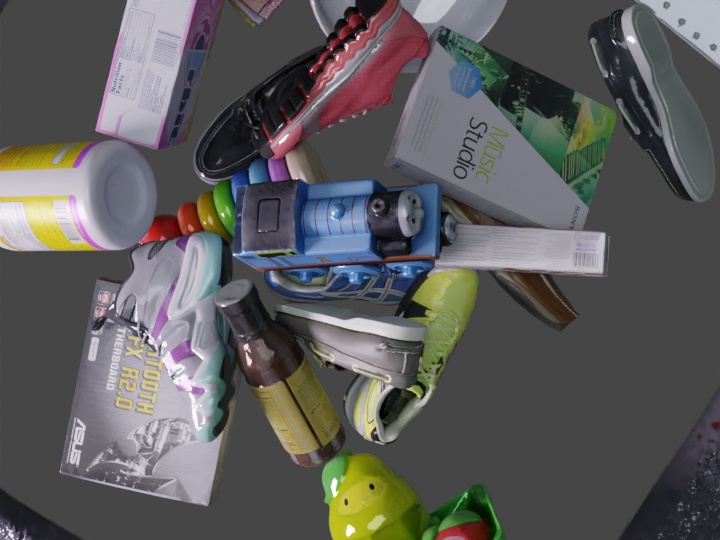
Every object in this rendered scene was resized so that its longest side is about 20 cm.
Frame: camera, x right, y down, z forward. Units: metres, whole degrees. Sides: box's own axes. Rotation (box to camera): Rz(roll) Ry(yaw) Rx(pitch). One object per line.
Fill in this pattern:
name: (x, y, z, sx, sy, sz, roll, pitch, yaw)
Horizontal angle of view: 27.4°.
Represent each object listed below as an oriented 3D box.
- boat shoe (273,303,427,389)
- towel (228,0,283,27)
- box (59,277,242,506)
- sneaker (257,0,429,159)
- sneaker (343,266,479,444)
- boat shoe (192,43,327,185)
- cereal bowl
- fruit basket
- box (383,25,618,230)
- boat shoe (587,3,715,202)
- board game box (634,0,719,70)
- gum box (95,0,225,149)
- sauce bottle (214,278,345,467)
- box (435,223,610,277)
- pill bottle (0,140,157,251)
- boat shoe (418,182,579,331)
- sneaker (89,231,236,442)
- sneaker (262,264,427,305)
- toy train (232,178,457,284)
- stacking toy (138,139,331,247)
boat shoe: (-0.017, 0.067, 1.403, 0.201, 0.072, 0.061, 9, 96, 49)
towel: (-0.089, -0.361, 1.479, 0.144, 0.023, 0.200, 42, 94, 6)
box: (-0.203, 0.120, 1.478, 0.158, 0.048, 0.201, 12, 91, 7)
sneaker: (-0.014, -0.166, 1.382, 0.087, 0.074, 0.200, 35, 111, -28)
sneaker: (0.061, 0.082, 1.423, 0.075, 0.076, 0.201, 24, 101, -27)
boat shoe: (-0.086, -0.156, 1.456, 0.200, 0.066, 0.070, -33, 86, 5)
cereal bowl: (0.041, -0.295, 1.414, 0.199, 0.083, 0.201, -6, 119, -11)
fruit basket: (0.038, 0.269, 1.411, 0.214, 0.156, 0.217, -1, 104, -4)
box: (0.135, -0.124, 1.395, 0.199, 0.036, 0.145, 24, 72, -14)
boat shoe: (0.280, -0.155, 1.418, 0.060, 0.075, 0.201, -15, 99, 43)
board game box: (0.380, -0.294, 1.423, 0.200, 0.026, 0.200, 40, 94, 6)
gum box: (-0.189, -0.213, 1.432, 0.066, 0.114, 0.201, 17, 100, 6)
sauce bottle: (-0.078, 0.096, 1.411, 0.064, 0.065, 0.201, -21, 119, 6)
box: (0.131, -0.020, 1.370, 0.199, 0.039, 0.042, 3, 85, 16)
pill bottle: (-0.303, -0.071, 1.439, 0.199, 0.104, 0.105, 1, 90, 32)
boat shoe: (0.144, -0.031, 1.426, 0.074, 0.076, 0.200, -43, 86, 2)
sneaker: (-0.193, 0.065, 1.420, 0.139, 0.078, 0.201, -2, 80, 8)
sneaker: (0.000, 0.000, 1.441, 0.199, 0.077, 0.076, -9, 87, 5)
toy train: (-0.016, -0.038, 1.335, 0.199, 0.114, 0.087, -3, 77, 24)
stacking toy: (-0.127, -0.054, 1.459, 0.199, 0.085, 0.086, -24, 87, 11)
